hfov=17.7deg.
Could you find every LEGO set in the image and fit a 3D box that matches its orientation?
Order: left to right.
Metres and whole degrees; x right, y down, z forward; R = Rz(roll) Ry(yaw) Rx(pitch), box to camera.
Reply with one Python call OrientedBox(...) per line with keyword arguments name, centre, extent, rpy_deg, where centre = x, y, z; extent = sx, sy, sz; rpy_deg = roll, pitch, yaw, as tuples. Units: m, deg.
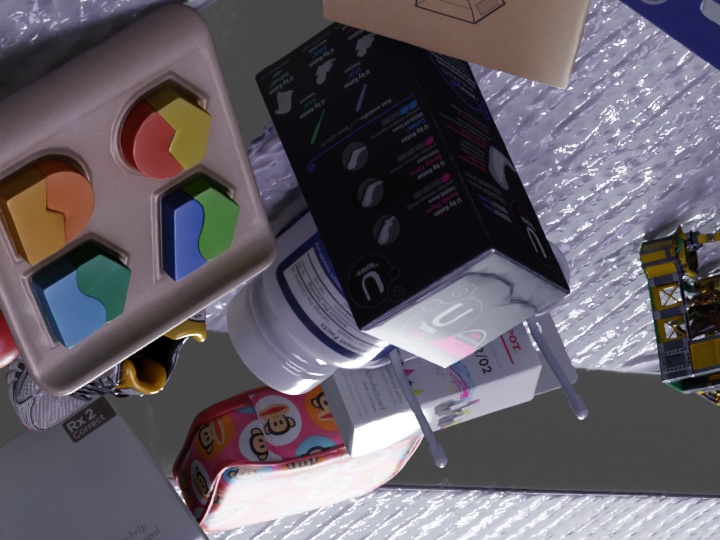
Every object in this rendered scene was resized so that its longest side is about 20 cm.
OrientedBox(name="LEGO set", centre=(0.326, 0.039, 1.965), extent=(0.116, 0.154, 0.200), rpy_deg=(-14, 152, 24))

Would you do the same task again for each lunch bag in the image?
OrientedBox(name="lunch bag", centre=(-0.055, 0.159, 1.970), extent=(0.199, 0.082, 0.176), rpy_deg=(-12, 153, -23))

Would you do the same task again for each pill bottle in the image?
OrientedBox(name="pill bottle", centre=(0.000, 0.000, 1.661), extent=(0.120, 0.120, 0.200), rpy_deg=(8, 142, -47))

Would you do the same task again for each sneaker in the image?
OrientedBox(name="sneaker", centre=(-0.186, 0.063, 1.676), extent=(0.078, 0.082, 0.200), rpy_deg=(6, 143, -45))

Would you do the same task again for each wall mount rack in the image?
OrientedBox(name="wall mount rack", centre=(0.082, 0.049, 1.760), extent=(0.199, 0.174, 0.075), rpy_deg=(-18, 178, -10))

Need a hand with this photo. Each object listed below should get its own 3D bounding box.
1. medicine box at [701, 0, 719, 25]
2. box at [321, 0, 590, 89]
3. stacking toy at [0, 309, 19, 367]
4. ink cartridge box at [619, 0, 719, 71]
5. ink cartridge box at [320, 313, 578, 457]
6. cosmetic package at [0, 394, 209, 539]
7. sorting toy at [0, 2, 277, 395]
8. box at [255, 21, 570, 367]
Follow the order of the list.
OrientedBox(name="medicine box", centre=(0.325, -0.227, 1.444), extent=(0.200, 0.103, 0.182), rpy_deg=(-36, 158, -14))
OrientedBox(name="box", centre=(0.059, -0.188, 1.350), extent=(0.163, 0.021, 0.200), rpy_deg=(17, 152, 5))
OrientedBox(name="stacking toy", centre=(-0.180, 0.003, 1.517), extent=(0.200, 0.085, 0.085), rpy_deg=(-33, 156, -6))
OrientedBox(name="ink cartridge box", centre=(0.255, -0.200, 1.311), extent=(0.200, 0.196, 0.043), rpy_deg=(-54, 164, 3))
OrientedBox(name="ink cartridge box", centre=(0.066, 0.057, 1.832), extent=(0.199, 0.115, 0.068), rpy_deg=(-17, 155, -12))
OrientedBox(name="cosmetic package", centre=(-0.209, 0.230, 1.841), extent=(0.165, 0.165, 0.200), rpy_deg=(-36, 153, -7))
OrientedBox(name="sorting toy", centre=(-0.146, -0.038, 1.417), extent=(0.185, 0.036, 0.200), rpy_deg=(-33, 130, -18))
OrientedBox(name="box", centre=(0.033, -0.056, 1.483), extent=(0.106, 0.200, 0.122), rpy_deg=(-32, 153, 19))
